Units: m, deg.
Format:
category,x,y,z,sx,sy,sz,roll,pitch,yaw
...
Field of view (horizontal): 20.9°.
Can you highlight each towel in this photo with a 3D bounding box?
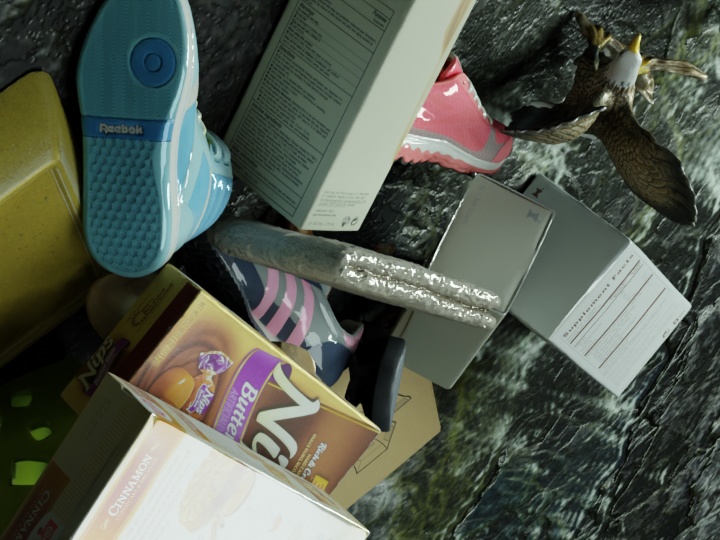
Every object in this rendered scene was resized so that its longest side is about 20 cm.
category,x,y,z,sx,sy,sz,roll,pitch,yaw
towel,0.000,0.000,1.407,0.200,0.132,0.035,18,87,-50

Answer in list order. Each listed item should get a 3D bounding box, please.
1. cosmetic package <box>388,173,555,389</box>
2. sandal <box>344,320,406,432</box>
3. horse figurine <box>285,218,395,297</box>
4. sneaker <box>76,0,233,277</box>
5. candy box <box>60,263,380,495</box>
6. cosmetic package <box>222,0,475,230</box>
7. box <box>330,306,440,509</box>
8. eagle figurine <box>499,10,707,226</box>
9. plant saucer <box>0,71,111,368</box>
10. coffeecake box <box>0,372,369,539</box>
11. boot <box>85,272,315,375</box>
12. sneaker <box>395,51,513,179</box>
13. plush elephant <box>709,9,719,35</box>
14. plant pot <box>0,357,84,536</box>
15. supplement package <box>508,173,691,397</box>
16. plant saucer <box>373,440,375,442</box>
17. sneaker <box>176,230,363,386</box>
category,x,y,z,sx,sy,sz,roll,pitch,yaw
cosmetic package,0.084,0.013,1.591,0.104,0.073,0.200,-62,178,-24
sandal,0.003,0.084,1.571,0.200,0.043,0.076,-148,-112,-82
horse figurine,-0.048,0.035,1.568,0.132,0.050,0.200,5,117,-59
sneaker,-0.132,-0.105,1.309,0.131,0.079,0.200,-34,135,-67
candy box,-0.091,0.098,1.324,0.117,0.056,0.200,-51,130,-1
cosmetic package,-0.011,-0.137,1.382,0.071,0.105,0.200,0,125,-52
box,-0.002,0.136,1.756,0.163,0.021,0.200,-38,147,-18
eagle figurine,0.198,-0.124,1.579,0.200,0.152,0.151,-78,155,-44
plant saucer,-0.247,-0.004,1.282,0.200,0.048,0.200,-39,146,-17
coffeecake box,-0.118,0.181,1.261,0.200,0.073,0.154,34,90,-36
boot,-0.145,0.055,1.404,0.201,0.144,0.071,22,72,-37
sneaker,0.069,-0.126,1.522,0.200,0.074,0.087,3,117,-54
plush elephant,0.406,-0.270,1.712,0.155,0.165,0.200,-26,172,-12
plant pot,-0.244,0.210,1.378,0.181,0.200,0.199,-15,135,-35
supplement package,0.202,0.017,1.793,0.117,0.117,0.200,-50,148,2
plant saucer,-0.089,0.125,1.520,0.200,0.200,0.032,6,79,-53
sneaker,-0.068,0.010,1.474,0.082,0.070,0.200,-49,129,-20
